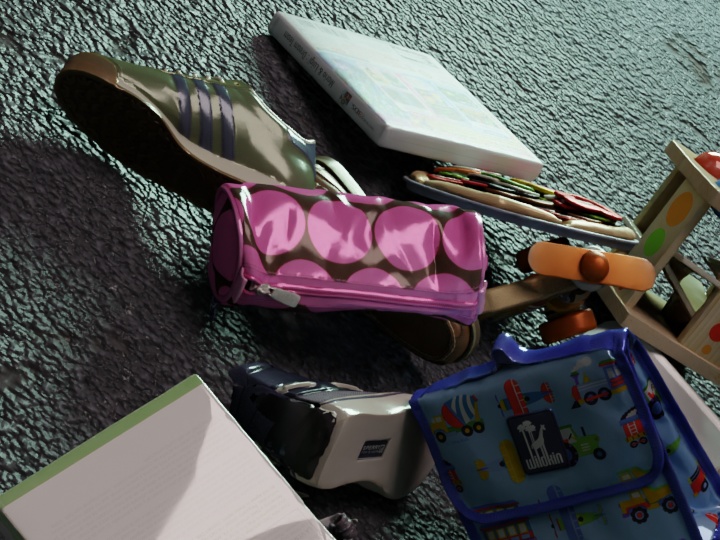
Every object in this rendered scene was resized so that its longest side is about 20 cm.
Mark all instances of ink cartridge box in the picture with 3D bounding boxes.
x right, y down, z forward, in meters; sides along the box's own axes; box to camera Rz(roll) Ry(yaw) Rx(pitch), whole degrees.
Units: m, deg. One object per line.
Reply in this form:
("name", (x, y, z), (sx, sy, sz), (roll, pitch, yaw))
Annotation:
("ink cartridge box", (-0.085, 0.168, 1.094), (0.145, 0.048, 0.200), (-31, 70, -33))

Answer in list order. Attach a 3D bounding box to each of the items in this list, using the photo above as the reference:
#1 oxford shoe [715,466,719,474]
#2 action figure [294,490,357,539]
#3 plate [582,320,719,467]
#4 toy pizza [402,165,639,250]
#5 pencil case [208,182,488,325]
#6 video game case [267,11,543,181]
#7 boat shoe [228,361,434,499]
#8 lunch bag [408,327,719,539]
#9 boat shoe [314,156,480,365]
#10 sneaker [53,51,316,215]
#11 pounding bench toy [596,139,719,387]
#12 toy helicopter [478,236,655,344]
("oxford shoe", (0.283, 0.219, 1.524), (0.075, 0.058, 0.201), (41, 42, -21))
("action figure", (-0.051, 0.171, 1.187), (0.129, 0.070, 0.201), (5, 41, -33))
("plate", (0.237, 0.125, 1.645), (0.200, 0.032, 0.200), (51, 29, 12))
("toy pizza", (0.132, -0.057, 1.653), (0.199, 0.032, 0.200), (15, 6, -2))
("pencil case", (-0.006, -0.006, 1.392), (0.199, 0.091, 0.094), (3, 27, -20))
("video game case", (0.039, -0.147, 1.733), (0.199, 0.024, 0.182), (10, 30, -46))
("boat shoe", (-0.018, 0.097, 1.326), (0.092, 0.075, 0.200), (27, 3, 25))
("lunch bag", (0.135, 0.120, 1.316), (0.201, 0.150, 0.094), (61, 28, -24))
("boat shoe", (0.000, 0.000, 1.488), (0.200, 0.072, 0.068), (44, 32, 21))
("sneaker", (-0.117, -0.106, 1.446), (0.200, 0.067, 0.090), (33, 49, -10))
("pounding bench toy", (0.325, 0.004, 1.760), (0.199, 0.156, 0.124), (30, 15, -23))
("toy helicopter", (0.137, 0.017, 1.574), (0.199, 0.132, 0.079), (-13, 84, -42))
